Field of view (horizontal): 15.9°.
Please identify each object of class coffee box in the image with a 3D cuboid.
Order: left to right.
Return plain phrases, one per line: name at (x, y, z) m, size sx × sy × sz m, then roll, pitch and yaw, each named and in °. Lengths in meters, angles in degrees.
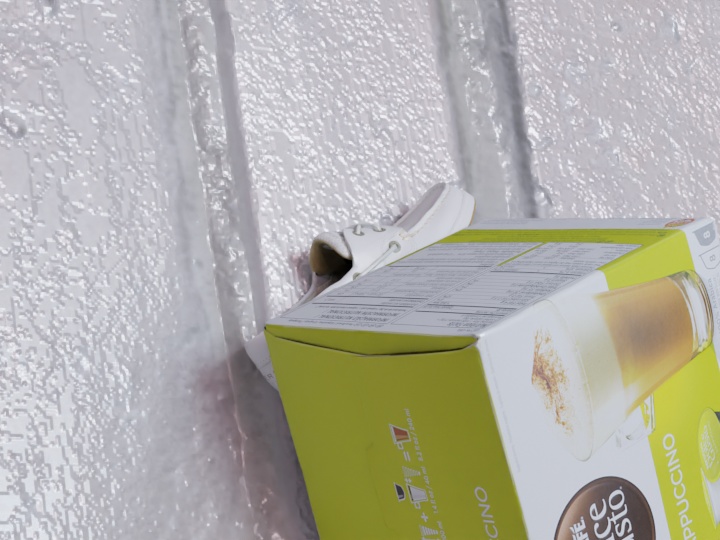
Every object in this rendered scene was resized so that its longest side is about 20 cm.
coffee box at (0.095, 0.092, 1.519) m, size 0.198 × 0.200 × 0.200 m, roll -25°, pitch 107°, yaw -36°

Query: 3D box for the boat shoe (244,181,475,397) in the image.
boat shoe at (0.000, 0.000, 1.619) m, size 0.069 × 0.071 × 0.200 m, roll 46°, pitch 55°, yaw -8°
